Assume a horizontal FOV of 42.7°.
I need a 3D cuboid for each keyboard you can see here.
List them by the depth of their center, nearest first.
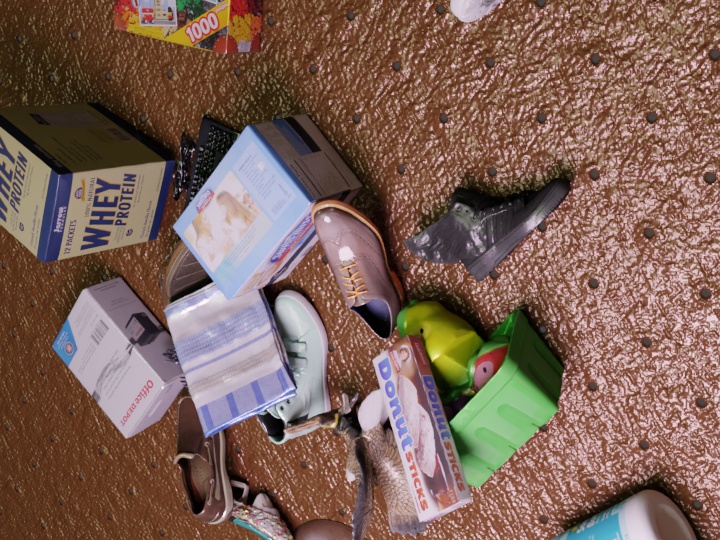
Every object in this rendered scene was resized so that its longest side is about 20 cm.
[{"bbox_3d":[-0.232,-0.116,1.315,0.103,0.040,0.202,26,115,22],"label":"keyboard"}]

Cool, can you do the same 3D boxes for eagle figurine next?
[{"bbox_3d":[0.014,0.266,1.215,0.151,0.151,0.201,-30,70,-1],"label":"eagle figurine"}]

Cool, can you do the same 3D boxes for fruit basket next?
[{"bbox_3d":[0.119,0.127,1.113,0.213,0.156,0.218,8,118,14],"label":"fruit basket"}]

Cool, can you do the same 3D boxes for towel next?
[{"bbox_3d":[-0.177,0.104,1.243,0.145,0.024,0.202,-25,66,4],"label":"towel"}]

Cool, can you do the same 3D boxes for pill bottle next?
[{"bbox_3d":[0.287,0.346,1.079,0.200,0.110,0.111,-40,82,33],"label":"pill bottle"}]

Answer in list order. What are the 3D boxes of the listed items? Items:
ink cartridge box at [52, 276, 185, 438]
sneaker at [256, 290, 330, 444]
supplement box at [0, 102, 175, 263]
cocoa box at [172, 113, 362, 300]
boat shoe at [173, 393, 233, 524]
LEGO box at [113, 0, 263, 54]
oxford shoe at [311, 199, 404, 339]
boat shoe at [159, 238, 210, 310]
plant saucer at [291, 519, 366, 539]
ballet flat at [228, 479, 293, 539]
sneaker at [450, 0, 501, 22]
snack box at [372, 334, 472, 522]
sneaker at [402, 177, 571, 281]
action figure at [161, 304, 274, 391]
[{"bbox_3d":[-0.372,0.136,1.446,0.200,0.083,0.145,47,122,12],"label":"ink cartridge box"},{"bbox_3d":[-0.101,0.135,1.257,0.073,0.118,0.203,-4,100,34],"label":"sneaker"},{"bbox_3d":[-0.412,-0.133,1.312,0.199,0.199,0.136,34,120,27],"label":"supplement box"},{"bbox_3d":[-0.122,-0.083,1.199,0.134,0.131,0.200,50,123,10],"label":"cocoa box"},{"bbox_3d":[-0.243,0.274,1.374,0.074,0.075,0.204,-31,63,18],"label":"boat shoe"},{"bbox_3d":[-0.225,-0.378,1.212,0.198,0.077,0.151,18,113,27],"label":"LEGO box"},{"bbox_3d":[0.000,0.000,1.130,0.071,0.073,0.201,-20,125,22],"label":"oxford shoe"},{"bbox_3d":[-0.259,0.004,1.319,0.068,0.071,0.201,57,145,25],"label":"boat shoe"},{"bbox_3d":[-0.041,0.471,1.365,0.198,0.037,0.203,10,109,30],"label":"plant saucer"},{"bbox_3d":[-0.177,0.360,1.402,0.198,0.076,0.064,19,69,23],"label":"ballet flat"},{"bbox_3d":[0.132,-0.375,1.002,0.099,0.078,0.202,29,108,29],"label":"sneaker"},{"bbox_3d":[0.069,0.181,1.069,0.072,0.024,0.202,-40,58,41],"label":"snack box"},{"bbox_3d":[0.146,-0.063,1.081,0.104,0.060,0.200,47,126,7],"label":"sneaker"},{"bbox_3d":[-0.208,0.097,1.324,0.200,0.101,0.120,-46,67,34],"label":"action figure"}]
